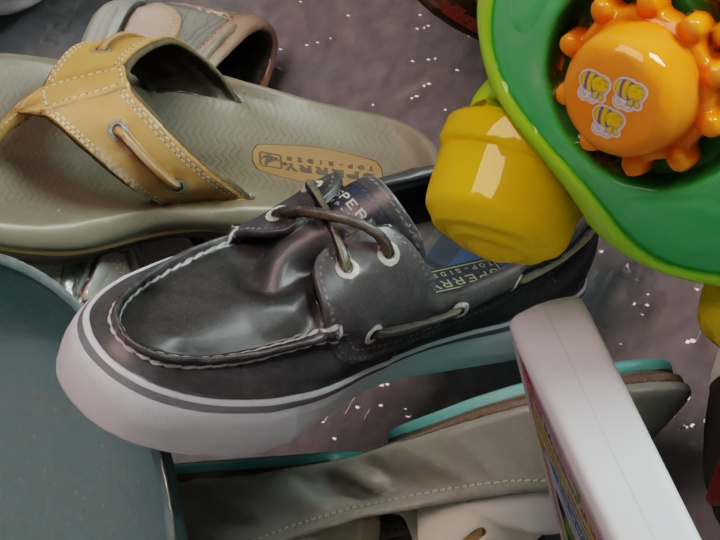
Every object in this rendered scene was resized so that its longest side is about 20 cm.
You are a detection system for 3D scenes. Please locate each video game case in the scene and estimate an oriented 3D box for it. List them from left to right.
[{"bbox_3d":[0.090,0.134,0.726,0.024,0.182,0.200,-20,47,-3],"label":"video game case"}]

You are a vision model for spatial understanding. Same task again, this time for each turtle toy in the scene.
[{"bbox_3d":[0.116,-0.052,0.707,0.146,0.199,0.101,-71,14,-12],"label":"turtle toy"}]

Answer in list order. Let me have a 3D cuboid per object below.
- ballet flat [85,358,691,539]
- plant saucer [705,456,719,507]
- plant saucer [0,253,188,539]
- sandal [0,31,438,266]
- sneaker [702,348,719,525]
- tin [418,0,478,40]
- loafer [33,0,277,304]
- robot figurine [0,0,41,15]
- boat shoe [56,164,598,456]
[{"bbox_3d":[0.010,0.076,0.908,0.199,0.067,0.064,-13,78,20],"label":"ballet flat"},{"bbox_3d":[0.200,0.020,0.731,0.199,0.037,0.200,-17,3,-11],"label":"plant saucer"},{"bbox_3d":[-0.116,0.094,0.921,0.199,0.036,0.201,-4,84,40],"label":"plant saucer"},{"bbox_3d":[-0.063,-0.044,0.969,0.199,0.054,0.081,5,51,-14],"label":"sandal"},{"bbox_3d":[0.141,-0.017,0.881,0.074,0.089,0.201,7,61,32],"label":"sneaker"},{"bbox_3d":[0.073,-0.165,1.022,0.200,0.112,0.042,-62,11,-24],"label":"tin"},{"bbox_3d":[-0.074,-0.016,1.013,0.063,0.072,0.201,-3,51,18],"label":"loafer"},{"bbox_3d":[-0.178,-0.159,1.146,0.199,0.113,0.169,10,21,34],"label":"robot figurine"},{"bbox_3d":[0.000,0.000,0.883,0.199,0.066,0.070,-9,45,-40],"label":"boat shoe"}]
